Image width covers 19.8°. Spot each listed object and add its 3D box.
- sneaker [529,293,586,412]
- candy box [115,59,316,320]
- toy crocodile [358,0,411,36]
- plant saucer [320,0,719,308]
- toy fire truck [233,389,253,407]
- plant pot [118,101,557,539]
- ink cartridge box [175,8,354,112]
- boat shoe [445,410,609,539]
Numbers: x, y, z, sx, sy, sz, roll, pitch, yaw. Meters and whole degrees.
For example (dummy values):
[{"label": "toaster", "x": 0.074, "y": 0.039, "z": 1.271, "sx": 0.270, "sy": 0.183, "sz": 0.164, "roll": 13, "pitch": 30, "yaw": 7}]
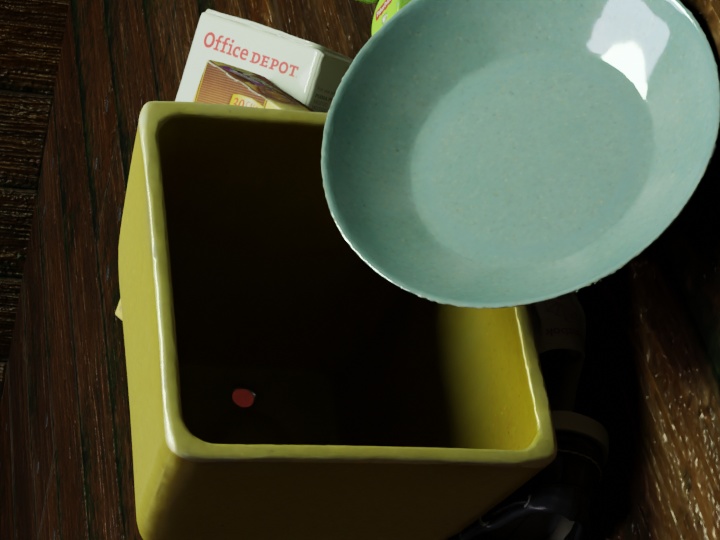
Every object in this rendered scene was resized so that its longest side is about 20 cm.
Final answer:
[{"label": "sneaker", "x": 0.093, "y": 0.006, "z": 1.116, "sx": 0.099, "sy": 0.074, "sz": 0.202, "roll": -4, "pitch": 86, "yaw": 62}, {"label": "candy box", "x": -0.097, "y": -0.034, "z": 1.449, "sx": 0.117, "sy": 0.056, "sz": 0.202, "roll": 35, "pitch": 106, "yaw": 52}, {"label": "toy crocodile", "x": 0.039, "y": -0.184, "z": 1.344, "sx": 0.062, "sy": 0.067, "sz": 0.200, "roll": -66, "pitch": 25, "yaw": 24}, {"label": "plant saucer", "x": 0.080, "y": -0.062, "z": 1.006, "sx": 0.039, "sy": 0.199, "sz": 0.203, "roll": 59, "pitch": -159, "yaw": -55}, {"label": "toy fire truck", "x": -0.054, "y": 0.144, "z": 1.360, "sx": 0.112, "sy": 0.166, "sz": 0.202, "roll": -116, "pitch": 22, "yaw": -62}, {"label": "plant pot", "x": -0.036, "y": 0.053, "z": 1.074, "sx": 0.200, "sy": 0.192, "sz": 0.197, "roll": 121, "pitch": 147, "yaw": -54}, {"label": "ink cartridge box", "x": -0.077, "y": -0.079, "z": 1.546, "sx": 0.145, "sy": 0.083, "sz": 0.202, "roll": 23, "pitch": 98, "yaw": 44}, {"label": "boat shoe", "x": 0.076, "y": 0.155, "z": 1.096, "sx": 0.200, "sy": 0.074, "sz": 0.067, "roll": 127, "pitch": 156, "yaw": -44}]
